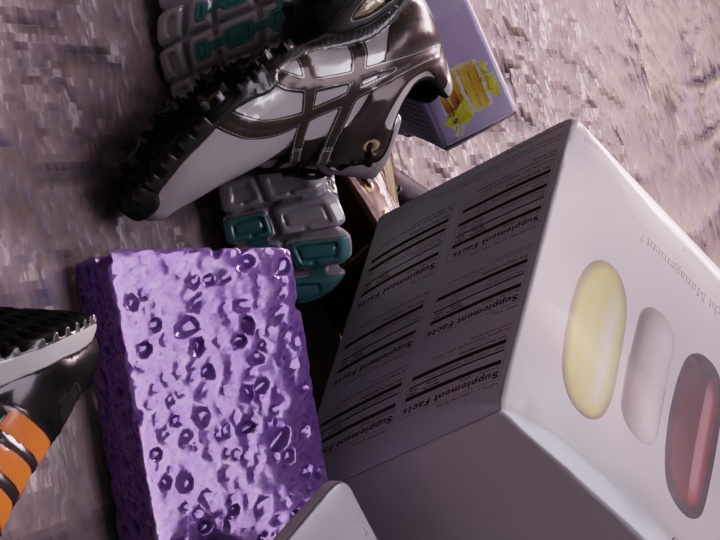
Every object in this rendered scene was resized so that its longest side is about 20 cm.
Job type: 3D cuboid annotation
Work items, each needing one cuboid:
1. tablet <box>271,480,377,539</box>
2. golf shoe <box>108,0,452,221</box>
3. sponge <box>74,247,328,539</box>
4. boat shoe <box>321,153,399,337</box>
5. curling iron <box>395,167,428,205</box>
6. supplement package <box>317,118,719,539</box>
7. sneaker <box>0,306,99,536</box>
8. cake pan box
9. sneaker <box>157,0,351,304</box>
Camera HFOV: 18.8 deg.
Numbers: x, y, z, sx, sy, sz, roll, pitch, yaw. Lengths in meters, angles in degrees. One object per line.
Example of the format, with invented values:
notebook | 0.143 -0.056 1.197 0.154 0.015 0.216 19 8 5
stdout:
tablet | -0.016 0.199 0.986 0.130 0.014 0.200 -46 134 -21
golf shoe | -0.029 -0.070 1.043 0.200 0.078 0.095 -41 108 -25
sponge | -0.064 0.090 0.987 0.111 0.030 0.201 -3 81 -45
boat shoe | 0.000 -0.001 1.219 0.068 0.072 0.201 -34 105 -63
curling iron | 0.018 -0.049 1.338 0.050 0.026 0.200 46 6 13
supplement package | 0.098 0.074 1.115 0.191 0.147 0.201 42 43 -24
sneaker | -0.152 0.074 0.782 0.200 0.070 0.091 -40 131 -67
cake pan box | 0.002 -0.166 1.198 0.185 0.052 0.200 67 -10 -14
sneaker | -0.055 -0.084 1.136 0.091 0.077 0.201 -73 152 -83
